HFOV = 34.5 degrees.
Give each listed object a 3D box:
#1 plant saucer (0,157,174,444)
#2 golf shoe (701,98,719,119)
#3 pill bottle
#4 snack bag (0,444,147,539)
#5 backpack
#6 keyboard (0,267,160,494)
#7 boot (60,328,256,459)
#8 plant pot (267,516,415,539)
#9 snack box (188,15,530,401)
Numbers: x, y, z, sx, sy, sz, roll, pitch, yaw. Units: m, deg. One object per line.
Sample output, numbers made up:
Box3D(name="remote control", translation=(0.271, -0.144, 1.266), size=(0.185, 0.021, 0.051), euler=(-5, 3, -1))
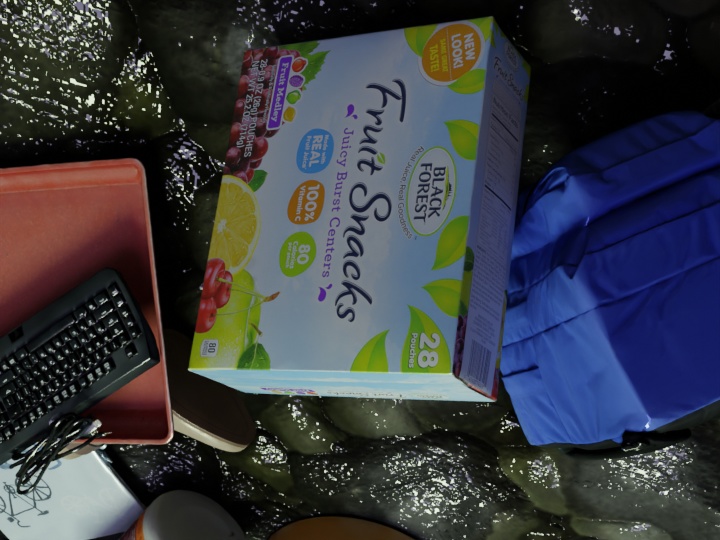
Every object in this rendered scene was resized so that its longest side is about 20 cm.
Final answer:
Box3D(name="plant saucer", translation=(-0.225, 0.024, 0.847), size=(0.198, 0.037, 0.202), euler=(-2, 97, 20))
Box3D(name="golf shoe", translation=(0.242, -0.099, 0.619), size=(0.077, 0.088, 0.200), euler=(39, 157, 12))
Box3D(name="pill bottle", translation=(-0.191, 0.293, 1.012), size=(0.109, 0.110, 0.200), euler=(37, 113, -12))
Box3D(name="snack bag", translation=(-0.294, 0.175, 1.041), size=(0.187, 0.021, 0.201), euler=(-19, 118, 30))
Box3D(name="backpack", translation=(0.160, 0.014, 0.664), size=(0.161, 0.169, 0.200), euler=(-16, 168, -13))
Box3D(name="keyboard", translation=(-0.227, 0.089, 0.818), size=(0.199, 0.040, 0.105), euler=(-33, 86, 22))
Box3D(name="boot", translation=(-0.195, 0.103, 0.914), size=(0.200, 0.070, 0.146), euler=(44, 121, 0))
Box3D(name="plant pot", translation=(-0.020, 0.345, 0.977), size=(0.198, 0.184, 0.202), euler=(9, 129, 11))
Box3D(name="snack box", translation=(0.001, -0.032, 0.658), size=(0.167, 0.202, 0.068), euler=(-1, 162, 30))
